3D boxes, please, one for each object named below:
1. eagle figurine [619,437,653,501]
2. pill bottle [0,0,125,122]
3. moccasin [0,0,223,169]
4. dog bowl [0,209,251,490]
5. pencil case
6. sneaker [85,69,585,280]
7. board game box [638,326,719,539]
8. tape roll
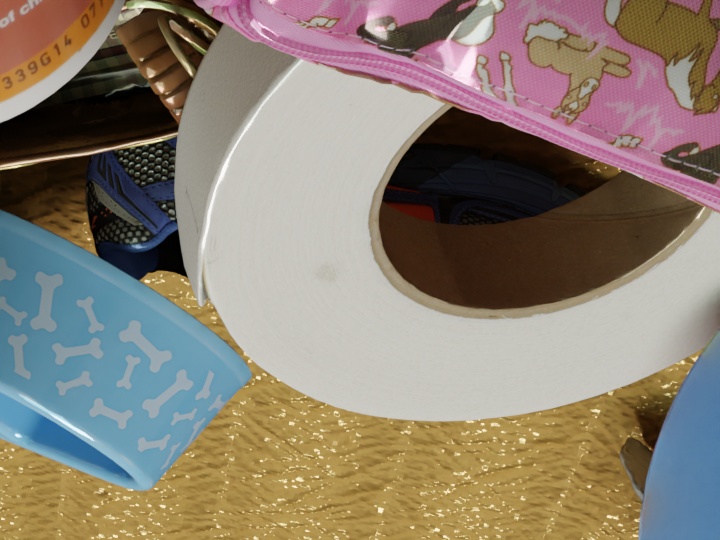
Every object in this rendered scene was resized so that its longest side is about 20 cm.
[{"bbox_3d":[0.171,0.149,0.995,0.200,0.152,0.151,-2,138,13],"label":"eagle figurine"},{"bbox_3d":[-0.129,-0.133,0.711,0.112,0.112,0.200,5,146,13],"label":"pill bottle"},{"bbox_3d":[-0.047,-0.065,0.810,0.201,0.078,0.074,-5,140,17],"label":"moccasin"},{"bbox_3d":[-0.126,0.017,0.921,0.200,0.050,0.111,17,163,43],"label":"dog bowl"},{"bbox_3d":[0.056,-0.067,0.667,0.200,0.087,0.083,21,124,-22],"label":"pencil case"},{"bbox_3d":[0.000,0.000,0.895,0.200,0.079,0.075,20,147,-10],"label":"sneaker"},{"bbox_3d":[0.173,0.066,0.878,0.200,0.158,0.039,-2,-165,-16],"label":"board game box"},{"bbox_3d":[0.048,-0.034,0.790,0.202,0.037,0.203,-11,141,-9],"label":"tape roll"}]
